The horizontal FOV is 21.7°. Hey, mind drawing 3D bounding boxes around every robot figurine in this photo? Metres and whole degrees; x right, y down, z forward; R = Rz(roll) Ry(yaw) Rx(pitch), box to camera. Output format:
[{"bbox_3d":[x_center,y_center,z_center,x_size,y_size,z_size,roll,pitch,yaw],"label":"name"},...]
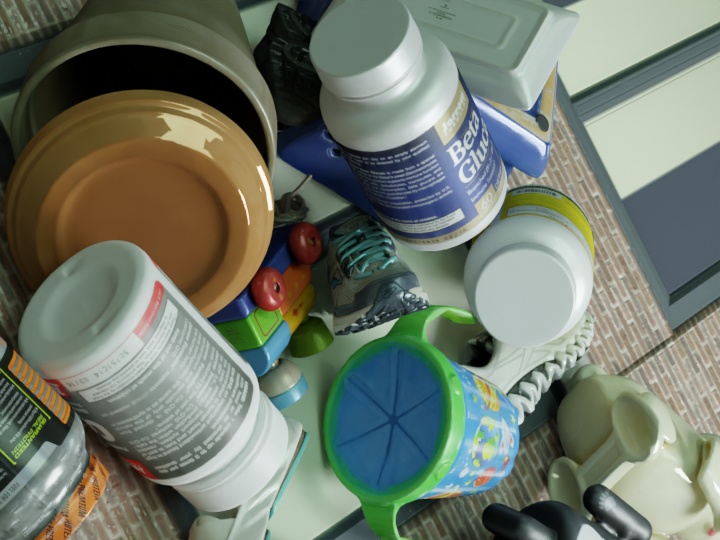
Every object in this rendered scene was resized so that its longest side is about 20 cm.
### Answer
[{"bbox_3d":[0.177,0.273,1.585,0.199,0.150,0.125,35,29,-25],"label":"robot figurine"}]

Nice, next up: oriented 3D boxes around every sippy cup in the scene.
[{"bbox_3d":[0.060,0.130,1.543,0.130,0.178,0.140,16,26,-49],"label":"sippy cup"}]

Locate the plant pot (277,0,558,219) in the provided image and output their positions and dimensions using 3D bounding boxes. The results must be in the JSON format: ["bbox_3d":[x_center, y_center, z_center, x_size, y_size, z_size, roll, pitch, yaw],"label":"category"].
[{"bbox_3d":[0.061,-0.168,1.635,0.199,0.179,0.202,29,55,-30],"label":"plant pot"}]

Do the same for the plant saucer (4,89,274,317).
[{"bbox_3d":[-0.159,-0.034,1.365,0.199,0.200,0.038,34,19,-26],"label":"plant saucer"}]

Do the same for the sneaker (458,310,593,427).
[{"bbox_3d":[0.142,0.076,1.681,0.081,0.075,0.200,50,45,-1],"label":"sneaker"}]

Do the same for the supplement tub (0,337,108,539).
[{"bbox_3d":[-0.270,0.101,1.250,0.200,0.122,0.123,47,47,-15],"label":"supplement tub"}]

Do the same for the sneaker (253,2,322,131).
[{"bbox_3d":[-0.060,-0.147,1.532,0.075,0.091,0.200,30,19,-11],"label":"sneaker"}]

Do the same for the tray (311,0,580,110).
[{"bbox_3d":[0.068,-0.202,1.511,0.198,0.022,0.108,21,62,20],"label":"tray"}]

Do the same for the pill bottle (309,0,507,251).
[{"bbox_3d":[0.034,-0.115,1.445,0.201,0.110,0.112,58,36,-47],"label":"pill bottle"}]

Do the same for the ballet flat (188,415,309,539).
[{"bbox_3d":[-0.096,0.188,1.422,0.069,0.069,0.201,39,45,-22],"label":"ballet flat"}]

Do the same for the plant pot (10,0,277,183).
[{"bbox_3d":[-0.157,-0.147,1.436,0.199,0.200,0.175,34,36,-27],"label":"plant pot"}]

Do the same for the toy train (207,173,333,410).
[{"bbox_3d":[-0.055,0.017,1.527,0.117,0.084,0.200,65,34,-21],"label":"toy train"}]

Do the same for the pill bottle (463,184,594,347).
[{"bbox_3d":[0.147,-0.001,1.631,0.113,0.112,0.200,56,15,-8],"label":"pill bottle"}]

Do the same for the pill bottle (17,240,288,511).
[{"bbox_3d":[-0.144,0.082,1.351,0.200,0.113,0.115,50,43,-37],"label":"pill bottle"}]

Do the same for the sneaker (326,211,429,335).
[{"bbox_3d":[0.000,0.000,1.509,0.077,0.200,0.087,-17,95,-8],"label":"sneaker"}]

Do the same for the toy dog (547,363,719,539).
[{"bbox_3d":[0.273,0.187,1.722,0.199,0.140,0.194,26,19,-30],"label":"toy dog"}]
